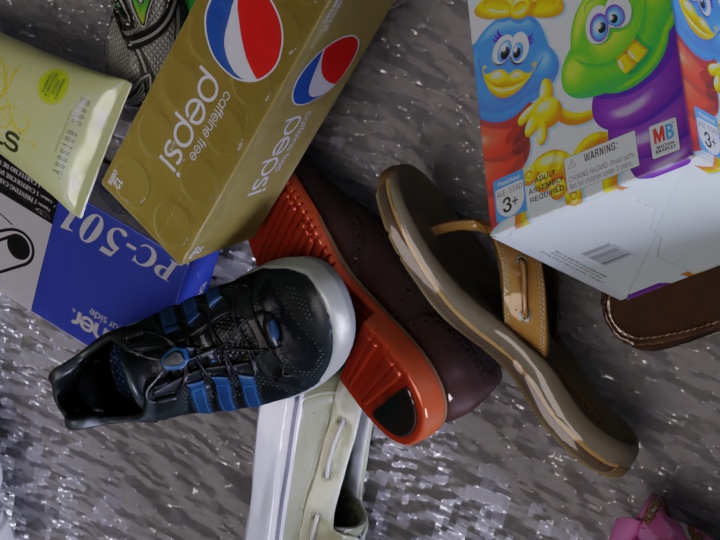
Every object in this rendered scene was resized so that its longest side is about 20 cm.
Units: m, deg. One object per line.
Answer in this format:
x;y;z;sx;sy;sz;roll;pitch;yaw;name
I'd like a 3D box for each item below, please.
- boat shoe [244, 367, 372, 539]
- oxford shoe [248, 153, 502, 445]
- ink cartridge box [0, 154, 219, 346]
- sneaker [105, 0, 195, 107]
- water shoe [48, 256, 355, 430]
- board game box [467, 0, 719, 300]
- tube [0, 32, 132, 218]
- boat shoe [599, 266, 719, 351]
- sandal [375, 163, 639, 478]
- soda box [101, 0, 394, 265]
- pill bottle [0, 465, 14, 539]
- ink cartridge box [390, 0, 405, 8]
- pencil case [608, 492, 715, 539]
-0.028;0.146;1.168;0.062;0.072;0.202;11;116;19;boat shoe
0.000;0.000;1.096;0.201;0.072;0.071;57;146;16;oxford shoe
-0.181;-0.025;1.192;0.199;0.044;0.095;30;125;14;ink cartridge box
-0.120;-0.167;1.048;0.078;0.085;0.201;49;147;35;sneaker
-0.086;0.050;1.082;0.199;0.079;0.072;-23;91;42;water shoe
0.117;-0.107;0.889;0.103;0.105;0.202;-22;61;35;board game box
-0.203;-0.103;1.129;0.199;0.052;0.058;30;143;36;tube
0.186;-0.016;0.970;0.202;0.075;0.075;-37;91;36;boat shoe
0.085;0.018;1.047;0.054;0.080;0.200;-40;91;20;sandal
-0.053;-0.099;1.020;0.068;0.064;0.201;45;127;17;soda box
-0.292;0.103;1.269;0.113;0.114;0.202;-7;108;31;pill bottle
0.012;-0.229;0.994;0.172;0.044;0.202;7;115;28;ink cartridge box
0.214;0.194;1.045;0.199;0.083;0.087;28;123;17;pencil case
